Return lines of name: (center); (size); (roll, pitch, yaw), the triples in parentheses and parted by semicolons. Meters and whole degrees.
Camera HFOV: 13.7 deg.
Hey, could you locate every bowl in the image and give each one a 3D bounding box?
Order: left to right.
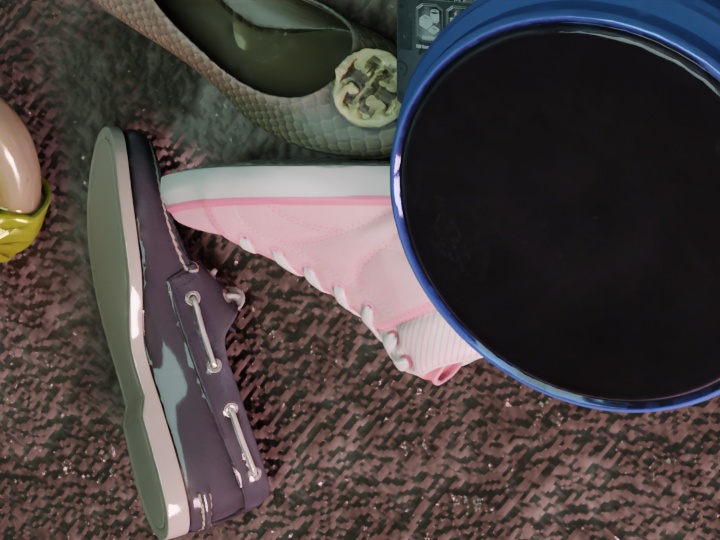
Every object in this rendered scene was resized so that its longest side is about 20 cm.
bowl: (0.104, -0.030, 1.260); (0.200, 0.039, 0.201); (12, 122, 19)

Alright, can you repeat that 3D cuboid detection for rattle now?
rattle: (-0.251, -0.052, 1.423); (0.130, 0.143, 0.200); (-8, 128, 46)

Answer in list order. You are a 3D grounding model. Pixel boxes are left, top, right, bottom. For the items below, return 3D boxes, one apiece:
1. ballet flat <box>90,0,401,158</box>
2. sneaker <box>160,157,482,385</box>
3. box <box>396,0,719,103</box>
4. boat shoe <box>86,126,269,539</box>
ballet flat: (-0.055, -0.115, 1.388); (0.200, 0.046, 0.067); (32, 69, 18)
sneaker: (0.000, 0.000, 1.382); (0.200, 0.075, 0.105); (3, 97, 19)
box: (0.113, -0.143, 1.267); (0.199, 0.051, 0.158); (6, 106, 23)
boat shoe: (-0.088, 0.026, 1.448); (0.063, 0.073, 0.201); (-10, 92, -18)
